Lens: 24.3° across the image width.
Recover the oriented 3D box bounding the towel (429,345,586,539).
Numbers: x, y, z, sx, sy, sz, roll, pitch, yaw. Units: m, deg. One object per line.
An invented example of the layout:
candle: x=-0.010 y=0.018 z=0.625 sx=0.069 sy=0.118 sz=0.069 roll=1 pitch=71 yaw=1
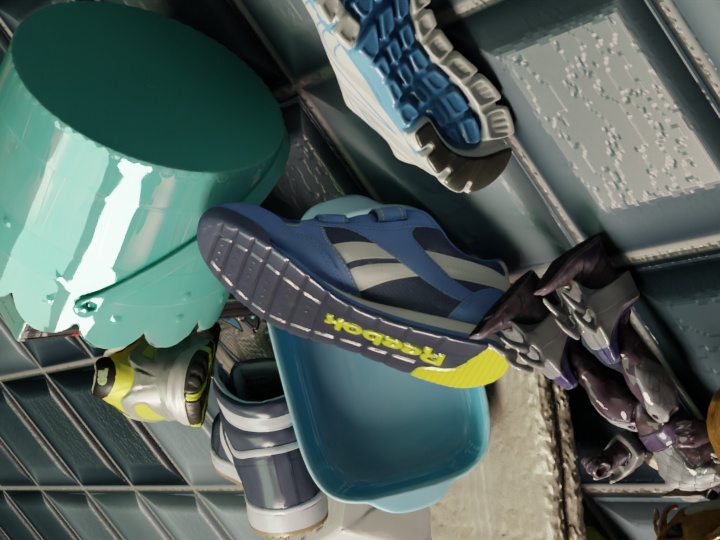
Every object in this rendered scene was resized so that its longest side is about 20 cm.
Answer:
towel: x=0.089 y=0.125 z=1.062 sx=0.133 sy=0.034 sz=0.200 roll=-5 pitch=92 yaw=55

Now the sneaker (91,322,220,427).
sneaker: x=-0.139 y=0.067 z=1.156 sx=0.076 sy=0.075 sz=0.200 roll=8 pitch=175 yaw=-3

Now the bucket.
bucket: x=-0.151 y=-0.065 z=1.057 sx=0.207 sy=0.207 sz=0.135 roll=40 pitch=125 yaw=17

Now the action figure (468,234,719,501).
action figure: x=0.160 y=0.079 z=0.948 sx=0.200 sy=0.069 sz=0.130 roll=47 pitch=144 yaw=-7

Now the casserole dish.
casserole dish: x=0.010 y=0.052 z=1.049 sx=0.039 sy=0.121 sz=0.200 roll=68 pitch=-173 yaw=-81

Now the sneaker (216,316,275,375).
sneaker: x=-0.091 y=0.018 z=1.234 sx=0.200 sy=0.078 sz=0.086 roll=32 pitch=146 yaw=29

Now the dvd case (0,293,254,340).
dvd case: x=-0.169 y=-0.017 z=1.135 sx=0.146 sy=0.200 sz=0.022 roll=53 pitch=130 yaw=33

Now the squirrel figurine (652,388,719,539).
squirrel figurine: x=0.230 y=0.143 z=0.792 sx=0.142 sy=0.187 sz=0.200 roll=-4 pitch=123 yaw=58

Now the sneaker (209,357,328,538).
sneaker: x=-0.069 y=0.096 z=1.142 sx=0.200 sy=0.070 sz=0.109 roll=-136 pitch=34 yaw=-70

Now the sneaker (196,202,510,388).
sneaker: x=0.000 y=0.000 z=0.996 sx=0.200 sy=0.082 sz=0.074 roll=23 pitch=150 yaw=-8

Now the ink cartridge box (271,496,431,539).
ink cartridge box: x=-0.005 y=0.161 z=1.222 sx=0.067 sy=0.116 sz=0.200 roll=15 pitch=157 yaw=-13

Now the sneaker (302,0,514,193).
sneaker: x=0.002 y=-0.128 z=0.906 sx=0.087 sy=0.075 sz=0.200 roll=15 pitch=138 yaw=57

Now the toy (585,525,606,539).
toy: x=0.148 y=0.209 z=1.160 sx=0.200 sy=0.047 sz=0.115 roll=45 pitch=147 yaw=-1
